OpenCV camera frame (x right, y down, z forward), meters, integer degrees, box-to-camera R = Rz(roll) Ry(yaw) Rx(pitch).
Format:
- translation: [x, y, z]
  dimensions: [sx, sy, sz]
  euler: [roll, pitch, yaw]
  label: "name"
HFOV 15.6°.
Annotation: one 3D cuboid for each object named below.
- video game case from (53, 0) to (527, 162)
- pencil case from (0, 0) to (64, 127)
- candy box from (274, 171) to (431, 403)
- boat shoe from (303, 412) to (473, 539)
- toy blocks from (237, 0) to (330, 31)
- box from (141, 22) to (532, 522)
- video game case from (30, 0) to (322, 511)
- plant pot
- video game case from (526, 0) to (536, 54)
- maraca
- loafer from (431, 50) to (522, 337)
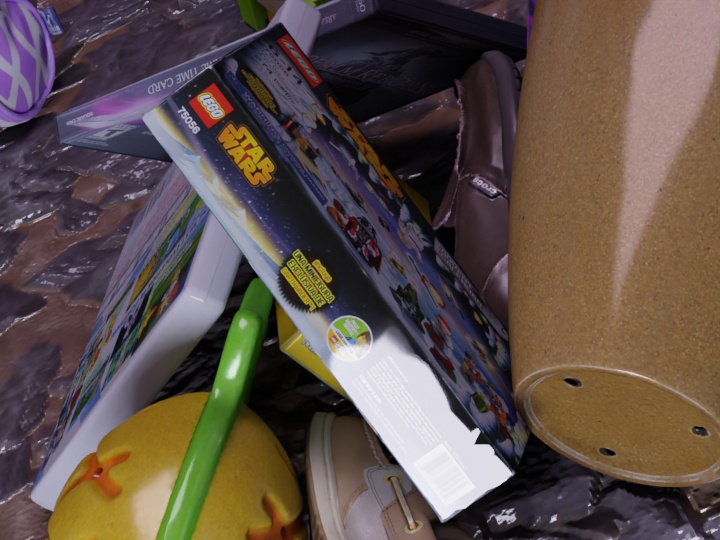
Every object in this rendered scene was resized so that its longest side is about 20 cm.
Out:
- translation: [-0.033, -0.093, 1.317]
  dimensions: [0.200, 0.143, 0.019]
  euler: [-18, 76, 32]
  label: "video game case"
- translation: [-0.281, -0.118, 1.589]
  dimensions: [0.200, 0.086, 0.084]
  euler: [-9, 35, 28]
  label: "pencil case"
- translation: [0.000, 0.000, 1.207]
  dimensions: [0.026, 0.102, 0.200]
  euler: [-40, 29, 19]
  label: "candy box"
- translation: [0.016, 0.122, 1.064]
  dimensions: [0.066, 0.074, 0.200]
  euler: [-8, 32, -4]
  label: "boat shoe"
- translation: [-0.009, -0.206, 1.526]
  dimensions: [0.137, 0.100, 0.200]
  euler: [-23, 32, -16]
  label: "toy blocks"
- translation: [-0.001, -0.004, 1.082]
  dimensions: [0.040, 0.200, 0.137]
  euler: [-35, 5, 15]
  label: "box"
- translation: [-0.086, -0.005, 1.220]
  dimensions: [0.200, 0.022, 0.182]
  euler: [-49, 19, 49]
  label: "video game case"
- translation: [0.136, -0.020, 1.089]
  dimensions: [0.186, 0.186, 0.200]
  euler: [-1, 54, 35]
  label: "plant pot"
- translation: [0.166, -0.183, 1.283]
  dimensions: [0.181, 0.036, 0.200]
  euler: [-24, 36, 24]
  label: "video game case"
- translation: [-0.070, 0.101, 1.079]
  dimensions: [0.107, 0.137, 0.200]
  euler: [18, 71, -2]
  label: "maraca"
- translation: [0.058, -0.029, 1.224]
  dimensions: [0.071, 0.073, 0.200]
  euler: [-21, 36, 13]
  label: "loafer"
